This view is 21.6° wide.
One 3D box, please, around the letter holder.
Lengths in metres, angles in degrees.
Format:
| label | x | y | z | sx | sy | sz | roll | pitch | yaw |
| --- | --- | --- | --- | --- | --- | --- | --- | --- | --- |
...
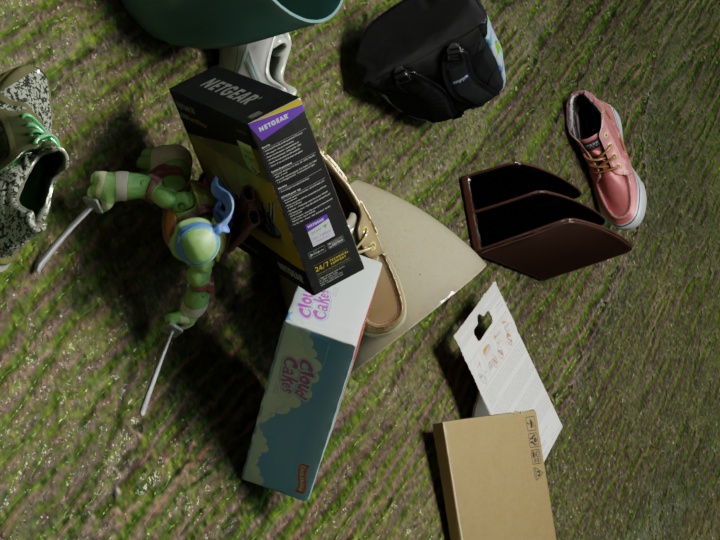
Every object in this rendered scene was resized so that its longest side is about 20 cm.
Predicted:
| label | x | y | z | sx | sy | sz | roll | pitch | yaw |
| --- | --- | --- | --- | --- | --- | --- | --- | --- | --- |
| letter holder | 0.236 | -0.069 | 2.320 | 0.200 | 0.141 | 0.101 | 18 | 59 | -58 |

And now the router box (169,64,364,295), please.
| label | x | y | z | sx | sy | sz | roll | pitch | yaw |
| --- | --- | --- | --- | --- | --- | --- | --- | --- | --- |
| router box | -0.081 | -0.080 | 1.588 | 0.200 | 0.052 | 0.158 | 29 | -37 | 63 |

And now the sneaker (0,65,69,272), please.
| label | x | y | z | sx | sy | sz | roll | pitch | yaw |
| --- | --- | --- | --- | --- | --- | --- | --- | --- | --- |
| sneaker | -0.254 | -0.083 | 1.460 | 0.077 | 0.088 | 0.201 | 46 | 37 | -41 |

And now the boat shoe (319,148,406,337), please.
| label | x | y | z | sx | sy | sz | roll | pitch | yaw |
| --- | --- | --- | --- | --- | --- | --- | --- | --- | --- |
| boat shoe | -0.023 | -0.030 | 1.686 | 0.201 | 0.074 | 0.066 | 57 | -8 | 2 |

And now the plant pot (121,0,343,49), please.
| label | x | y | z | sx | sy | sz | roll | pitch | yaw |
| --- | --- | --- | --- | --- | --- | --- | --- | --- | --- |
| plant pot | -0.133 | -0.294 | 1.726 | 0.200 | 0.160 | 0.202 | 35 | 45 | -45 |

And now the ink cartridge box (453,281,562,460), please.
| label | x | y | z | sx | sy | sz | roll | pitch | yaw |
| --- | --- | --- | --- | --- | --- | --- | --- | --- | --- |
| ink cartridge box | 0.156 | 0.136 | 2.161 | 0.201 | 0.050 | 0.161 | 62 | 29 | -12 |

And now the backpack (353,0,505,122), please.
| label | x | y | z | sx | sy | sz | roll | pitch | yaw |
| --- | --- | --- | --- | --- | --- | --- | --- | --- | --- |
| backpack | 0.090 | -0.242 | 2.142 | 0.200 | 0.162 | 0.154 | 44 | 24 | -54 |

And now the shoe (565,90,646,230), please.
| label | x | y | z | sx | sy | sz | roll | pitch | yaw |
| --- | --- | --- | --- | --- | --- | --- | --- | --- | --- |
| shoe | 0.340 | -0.156 | 2.656 | 0.091 | 0.071 | 0.201 | 25 | 48 | -54 |

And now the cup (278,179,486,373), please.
| label | x | y | z | sx | sy | sz | roll | pitch | yaw |
| --- | --- | --- | --- | --- | --- | --- | --- | --- | --- |
| cup | 0.000 | 0.000 | 1.811 | 0.144 | 0.200 | 0.200 | 52 | 28 | 1 |

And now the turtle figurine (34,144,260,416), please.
| label | x | y | z | sx | sy | sz | roll | pitch | yaw |
| --- | --- | --- | --- | --- | --- | --- | --- | --- | --- |
| turtle figurine | -0.180 | -0.023 | 1.582 | 0.143 | 0.201 | 0.194 | 32 | 14 | -11 |

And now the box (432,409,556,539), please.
| label | x | y | z | sx | sy | sz | roll | pitch | yaw |
| --- | --- | --- | --- | --- | --- | --- | --- | --- | --- |
| box | 0.150 | 0.256 | 2.045 | 0.163 | 0.021 | 0.202 | -2 | 81 | -47 |

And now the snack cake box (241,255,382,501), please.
| label | x | y | z | sx | sy | sz | roll | pitch | yaw |
| --- | --- | --- | --- | --- | --- | --- | --- | --- | --- |
| snack cake box | -0.043 | 0.090 | 1.656 | 0.115 | 0.067 | 0.201 | -69 | 177 | -50 |

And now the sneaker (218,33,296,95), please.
| label | x | y | z | sx | sy | sz | roll | pitch | yaw |
| --- | --- | --- | --- | --- | --- | --- | --- | --- | --- |
| sneaker | -0.108 | -0.235 | 1.838 | 0.070 | 0.080 | 0.202 | 4 | 69 | -59 |

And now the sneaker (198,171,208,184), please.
| label | x | y | z | sx | sy | sz | roll | pitch | yaw |
| --- | --- | --- | --- | --- | --- | --- | --- | --- | --- |
| sneaker | -0.100 | -0.097 | 1.783 | 0.200 | 0.073 | 0.088 | -2 | 72 | -64 |
